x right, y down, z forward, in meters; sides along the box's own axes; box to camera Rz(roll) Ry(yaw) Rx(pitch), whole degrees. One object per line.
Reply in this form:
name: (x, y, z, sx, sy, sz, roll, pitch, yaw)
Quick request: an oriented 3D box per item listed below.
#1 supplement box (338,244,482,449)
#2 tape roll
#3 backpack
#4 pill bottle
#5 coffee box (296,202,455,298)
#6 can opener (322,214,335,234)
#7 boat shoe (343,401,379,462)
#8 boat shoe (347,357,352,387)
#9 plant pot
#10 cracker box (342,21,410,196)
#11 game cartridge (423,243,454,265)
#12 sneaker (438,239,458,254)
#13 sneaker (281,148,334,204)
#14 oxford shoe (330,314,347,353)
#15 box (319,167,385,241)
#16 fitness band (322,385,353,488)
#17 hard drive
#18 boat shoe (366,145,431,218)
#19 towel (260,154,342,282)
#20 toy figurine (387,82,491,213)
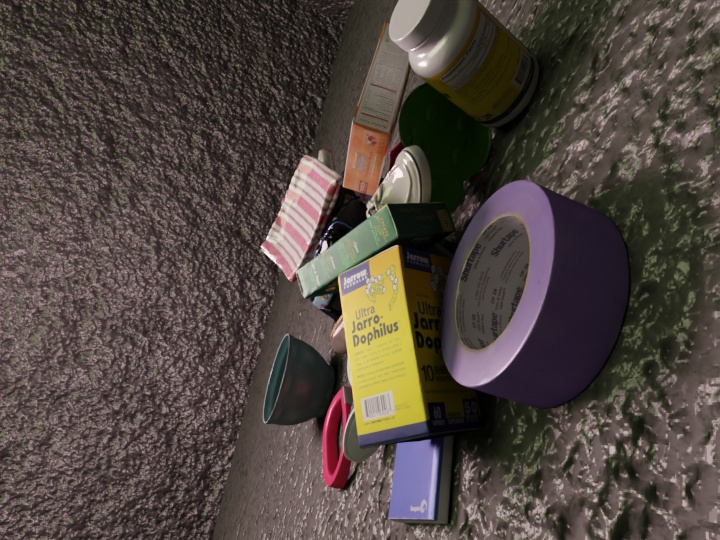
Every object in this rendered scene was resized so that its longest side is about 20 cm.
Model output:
supplement box: (0.055, 0.092, 0.641, 0.108, 0.107, 0.208, -24, 66, 40)
tape roll: (0.160, 0.023, 0.541, 0.200, 0.082, 0.208, -163, 89, -75)
backpack: (0.000, 0.000, 0.956, 0.202, 0.179, 0.136, -56, 4, 41)
pill bottle: (0.134, -0.284, 0.712, 0.111, 0.196, 0.116, -33, 45, 40)
coffee box: (0.017, -0.025, 0.711, 0.198, 0.120, 0.045, -33, 73, 45)
can opener: (-0.013, -0.041, 1.034, 0.053, 0.195, 0.069, -22, 47, 60)
boat shoe: (0.024, 0.204, 0.879, 0.205, 0.074, 0.060, -62, 16, -4)
boat shoe: (0.012, 0.155, 1.001, 0.203, 0.069, 0.073, -79, 4, -53)
plant pot: (-0.137, 0.268, 1.273, 0.200, 0.130, 0.208, -162, 89, -76)
cracker box: (0.029, -0.232, 0.791, 0.135, 0.056, 0.206, 105, -179, -62)
game cartridge: (0.072, 0.062, 0.743, 0.133, 0.041, 0.205, 41, 112, 46)
sneaker: (0.113, -0.035, 0.835, 0.106, 0.073, 0.205, -43, 32, 40)
sneaker: (-0.107, -0.143, 1.071, 0.081, 0.085, 0.207, -126, 54, -71)
oxford shoe: (0.006, 0.092, 0.883, 0.199, 0.072, 0.073, -39, 7, 40)
box: (0.008, -0.106, 1.090, 0.200, 0.158, 0.089, 143, 142, -66)
fitness band: (-0.037, 0.315, 1.049, 0.202, 0.036, 0.147, -99, 26, -60)
hard drive: (0.084, 0.219, 0.720, 0.132, 0.025, 0.207, 133, 150, -59)
boat shoe: (0.043, -0.085, 0.759, 0.072, 0.068, 0.202, 59, 156, 23)
towel: (-0.108, -0.098, 0.978, 0.146, 0.029, 0.205, 37, 106, 50)
toy figurine: (0.102, -0.161, 0.869, 0.184, 0.144, 0.208, 141, 139, -73)
